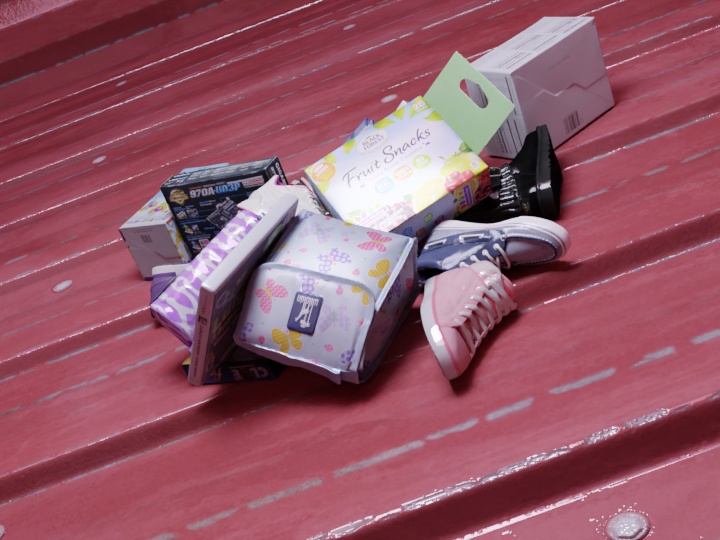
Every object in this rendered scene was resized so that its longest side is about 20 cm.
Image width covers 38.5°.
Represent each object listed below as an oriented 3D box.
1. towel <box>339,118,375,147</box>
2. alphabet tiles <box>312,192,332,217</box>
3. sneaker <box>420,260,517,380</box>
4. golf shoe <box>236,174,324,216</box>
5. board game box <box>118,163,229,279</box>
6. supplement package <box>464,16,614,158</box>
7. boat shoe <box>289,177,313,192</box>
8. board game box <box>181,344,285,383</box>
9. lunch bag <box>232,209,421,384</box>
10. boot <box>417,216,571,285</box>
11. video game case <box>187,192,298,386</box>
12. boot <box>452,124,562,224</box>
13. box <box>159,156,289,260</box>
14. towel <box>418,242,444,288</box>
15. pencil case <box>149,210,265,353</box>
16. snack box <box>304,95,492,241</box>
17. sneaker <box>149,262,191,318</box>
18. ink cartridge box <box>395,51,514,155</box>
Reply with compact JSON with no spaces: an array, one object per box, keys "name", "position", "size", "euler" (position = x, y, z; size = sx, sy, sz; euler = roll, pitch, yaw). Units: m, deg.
[{"name":"towel","position":[-0.020,-0.174,1.732],"size":[0.147,0.024,0.200],"euler":[-46,20,17]},{"name":"alphabet tiles","position":[0.026,-0.105,1.455],"size":[0.200,0.006,0.166],"euler":[-22,56,1]},{"name":"sneaker","position":[0.131,0.047,1.206],"size":[0.105,0.075,0.200],"euler":[-20,22,14]},{"name":"golf shoe","position":[-0.080,-0.076,1.422],"size":[0.200,0.075,0.092],"euler":[26,68,32]},{"name":"board game box","position":[-0.291,-0.083,1.727],"size":[0.105,0.103,0.200],"euler":[-4,32,32]},{"name":"supplement package","position":[0.284,-0.290,1.635],"size":[0.200,0.156,0.111],"euler":[-35,31,-26]},{"name":"boat shoe","position":[-0.095,-0.105,1.636],"size":[0.063,0.071,0.200],"euler":[-44,15,-7]},{"name":"board game box","position":[-0.136,0.076,1.394],"size":[0.135,0.035,0.200],"euler":[-6,31,28]},{"name":"lunch bag","position":[-0.037,0.035,1.255],"size":[0.170,0.127,0.200],"euler":[16,51,21]},{"name":"boot","position":[0.164,-0.014,1.315],"size":[0.200,0.073,0.090],"euler":[-1,42,38]},{"name":"video game case","position":[-0.145,0.024,1.281],"size":[0.023,0.182,0.200],"euler":[27,46,11]},{"name":"boot","position":[0.204,-0.134,1.488],"size":[0.158,0.079,0.211],"euler":[-11,29,19]},{"name":"box","position":[-0.193,-0.083,1.594],"size":[0.200,0.159,0.046],"euler":[-7,28,27]},{"name":"towel","position":[0.000,0.000,1.400],"size":[0.200,0.024,0.145],"euler":[-17,34,-13]},{"name":"pencil case","position":[-0.190,0.011,1.382],"size":[0.200,0.085,0.084],"euler":[-47,-1,-14]},{"name":"snack box","position":[0.051,-0.123,1.414],"size":[0.200,0.068,0.169],"euler":[-32,57,-7]},{"name":"sneaker","position":[-0.230,0.035,1.500],"size":[0.200,0.076,0.088],"euler":[-9,67,41]},{"name":"ink cartridge box","position":[0.117,-0.207,1.531],"size":[0.048,0.200,0.146],"euler":[-1,43,-50]}]
